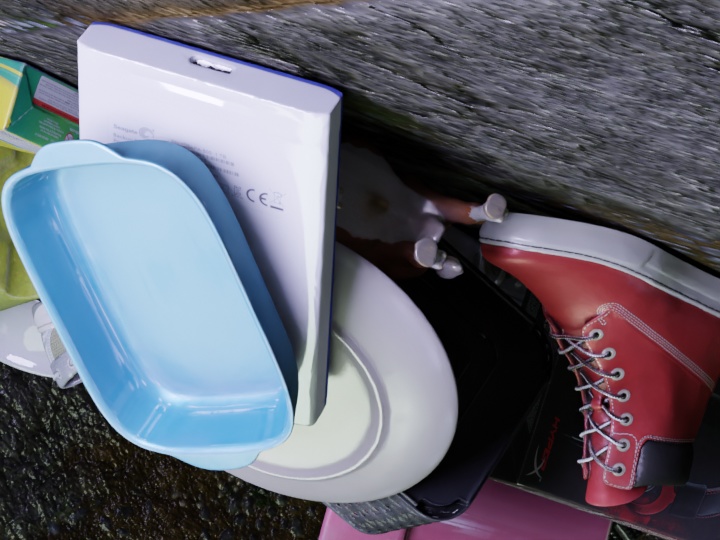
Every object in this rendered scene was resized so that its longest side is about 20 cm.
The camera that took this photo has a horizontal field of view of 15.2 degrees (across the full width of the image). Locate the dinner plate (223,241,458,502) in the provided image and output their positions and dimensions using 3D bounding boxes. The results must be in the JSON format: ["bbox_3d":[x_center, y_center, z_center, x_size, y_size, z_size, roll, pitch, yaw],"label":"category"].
[{"bbox_3d":[-0.045,0.054,1.417,0.199,0.024,0.201,15,133,16],"label":"dinner plate"}]

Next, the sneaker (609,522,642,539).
[{"bbox_3d":[0.216,0.148,2.149,0.080,0.200,0.074,27,152,47],"label":"sneaker"}]

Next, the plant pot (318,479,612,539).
[{"bbox_3d":[0.068,0.159,1.748,0.178,0.201,0.200,16,176,1],"label":"plant pot"}]

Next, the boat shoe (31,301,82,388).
[{"bbox_3d":[-0.137,0.032,1.820,0.201,0.065,0.074,-14,179,33],"label":"boat shoe"}]

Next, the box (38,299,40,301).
[{"bbox_3d":[-0.115,0.000,1.992,0.199,0.125,0.148,20,177,-36],"label":"box"}]

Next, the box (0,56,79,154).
[{"bbox_3d":[-0.263,-0.114,1.671,0.199,0.049,0.117,13,175,27],"label":"box"}]

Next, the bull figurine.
[{"bbox_3d":[-0.023,-0.046,1.390,0.199,0.065,0.121,21,173,-30],"label":"bull figurine"}]

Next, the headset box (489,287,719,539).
[{"bbox_3d":[0.187,0.087,1.658,0.199,0.149,0.075,21,175,-22],"label":"headset box"}]

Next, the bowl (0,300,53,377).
[{"bbox_3d":[-0.226,-0.021,2.088,0.200,0.202,0.091,18,137,2],"label":"bowl"}]

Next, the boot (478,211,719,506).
[{"bbox_3d":[0.128,0.052,1.494,0.199,0.145,0.072,23,175,-40],"label":"boot"}]

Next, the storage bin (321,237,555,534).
[{"bbox_3d":[-0.007,0.040,1.516,0.200,0.135,0.094,41,156,-13],"label":"storage bin"}]

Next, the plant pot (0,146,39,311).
[{"bbox_3d":[-0.284,-0.042,1.902,0.200,0.201,0.184,21,163,-39],"label":"plant pot"}]

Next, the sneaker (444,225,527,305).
[{"bbox_3d":[0.107,0.014,1.712,0.200,0.075,0.087,35,126,-24],"label":"sneaker"}]

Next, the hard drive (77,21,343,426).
[{"bbox_3d":[-0.076,-0.020,1.333,0.131,0.025,0.201,17,132,15],"label":"hard drive"}]

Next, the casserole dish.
[{"bbox_3d":[-0.097,0.010,1.325,0.121,0.039,0.201,-5,125,30],"label":"casserole dish"}]
